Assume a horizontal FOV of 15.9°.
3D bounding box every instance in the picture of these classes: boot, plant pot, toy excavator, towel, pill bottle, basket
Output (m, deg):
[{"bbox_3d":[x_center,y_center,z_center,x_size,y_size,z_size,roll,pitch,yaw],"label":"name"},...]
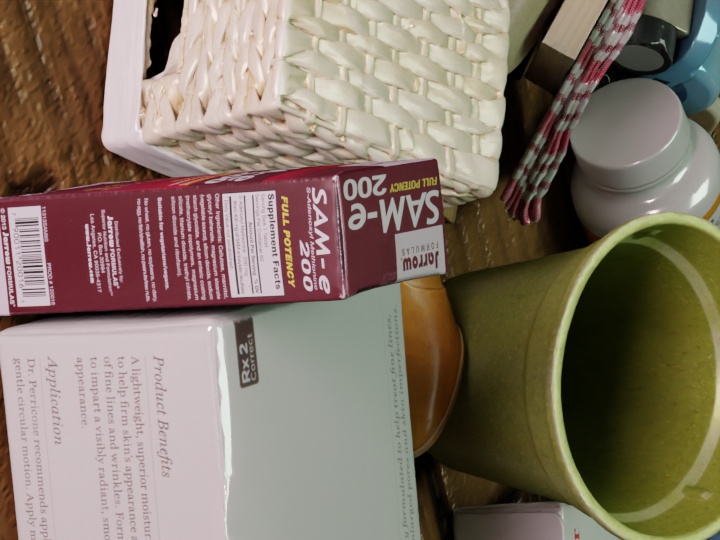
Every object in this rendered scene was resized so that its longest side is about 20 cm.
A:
[{"bbox_3d":[0.001,-0.001,1.533,0.144,0.071,0.202,31,57,-50],"label":"boot"},{"bbox_3d":[0.129,0.065,1.603,0.200,0.184,0.201,0,90,-40],"label":"plant pot"},{"bbox_3d":[0.225,-0.144,1.900,0.199,0.194,0.100,26,62,-28],"label":"toy excavator"},{"bbox_3d":[0.156,-0.134,1.718,0.201,0.030,0.146,-62,179,21],"label":"towel"},{"bbox_3d":[0.215,-0.043,1.863,0.200,0.111,0.111,62,37,-47],"label":"pill bottle"},{"bbox_3d":[-0.023,-0.109,1.383,0.200,0.123,0.136,19,71,-45],"label":"basket"}]

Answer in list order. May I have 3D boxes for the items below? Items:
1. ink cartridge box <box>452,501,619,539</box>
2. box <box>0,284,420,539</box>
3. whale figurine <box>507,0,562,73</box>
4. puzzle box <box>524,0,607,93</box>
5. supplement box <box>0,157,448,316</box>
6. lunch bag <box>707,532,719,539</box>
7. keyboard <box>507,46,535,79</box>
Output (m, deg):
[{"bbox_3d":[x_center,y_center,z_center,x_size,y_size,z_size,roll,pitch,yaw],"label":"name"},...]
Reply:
[{"bbox_3d":[0.141,0.230,1.746,0.200,0.086,0.147,9,79,-61],"label":"ink cartridge box"},{"bbox_3d":[-0.070,0.110,1.314,0.200,0.130,0.200,-15,102,-61],"label":"box"},{"bbox_3d":[0.087,-0.202,1.663,0.160,0.104,0.200,-64,172,25],"label":"whale figurine"},{"bbox_3d":[0.154,-0.189,1.702,0.133,0.025,0.200,-62,179,-3],"label":"puzzle box"},{"bbox_3d":[-0.070,-0.016,1.247,0.109,0.199,0.061,-13,100,-62],"label":"supplement box"},{"bbox_3d":[0.251,0.093,1.787,0.200,0.094,0.151,58,46,-37],"label":"lunch bag"},{"bbox_3d":[0.094,-0.230,1.742,0.200,0.039,0.104,59,40,-43],"label":"keyboard"}]
